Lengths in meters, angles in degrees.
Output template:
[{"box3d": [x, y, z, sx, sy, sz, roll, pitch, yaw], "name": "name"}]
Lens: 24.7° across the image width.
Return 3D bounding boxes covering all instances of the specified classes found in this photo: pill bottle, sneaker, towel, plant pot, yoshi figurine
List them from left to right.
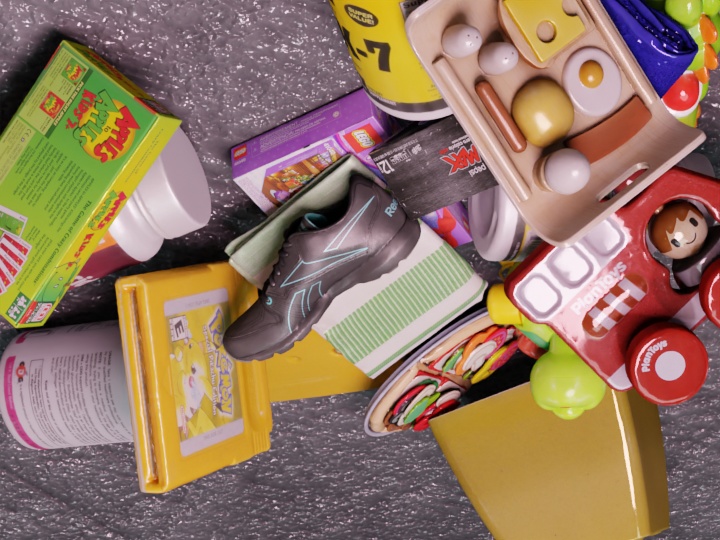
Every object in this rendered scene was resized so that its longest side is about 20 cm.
[{"box3d": [-0.232, -0.047, 1.361, 0.199, 0.114, 0.114, -21, 141, 15], "name": "pill bottle"}, {"box3d": [-0.224, 0.102, 1.518, 0.199, 0.114, 0.113, -7, 146, 25], "name": "pill bottle"}, {"box3d": [-0.046, -0.003, 1.386, 0.200, 0.075, 0.079, -39, 113, 10], "name": "sneaker"}, {"box3d": [0.000, 0.000, 1.444, 0.152, 0.023, 0.200, -36, 123, 20], "name": "towel"}, {"box3d": [0.030, -0.214, 1.203, 0.114, 0.115, 0.200, -15, 141, 8], "name": "pill bottle"}, {"box3d": [0.157, -0.153, 1.289, 0.049, 0.148, 0.200, -32, 164, -40], "name": "towel"}, {"box3d": [0.212, 0.201, 1.662, 0.199, 0.177, 0.200, -23, 168, 16], "name": "plant pot"}, {"box3d": [0.202, -0.063, 1.433, 0.199, 0.112, 0.111, 1, 141, -13], "name": "pill bottle"}, {"box3d": [0.240, -0.188, 1.318, 0.112, 0.113, 0.200, 25, 154, 9], "name": "yoshi figurine"}]

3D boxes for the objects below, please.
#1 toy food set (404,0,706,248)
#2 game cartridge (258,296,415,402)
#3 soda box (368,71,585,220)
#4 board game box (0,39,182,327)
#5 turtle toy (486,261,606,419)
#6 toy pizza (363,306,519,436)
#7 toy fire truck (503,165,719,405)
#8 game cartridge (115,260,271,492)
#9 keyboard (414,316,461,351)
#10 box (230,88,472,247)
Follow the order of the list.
[{"box3d": [0.141, -0.136, 1.165, 0.143, 0.060, 0.200, -37, 103, -14], "name": "toy food set"}, {"box3d": [-0.063, 0.072, 1.587, 0.199, 0.033, 0.176, -8, 149, 19], "name": "game cartridge"}, {"box3d": [0.100, -0.105, 1.293, 0.200, 0.063, 0.071, -21, 106, 51], "name": "soda box"}, {"box3d": [-0.239, -0.066, 1.279, 0.200, 0.101, 0.048, -54, 168, 10], "name": "board game box"}, {"box3d": [0.192, 0.042, 1.498, 0.145, 0.200, 0.101, -1, 133, 15], "name": "turtle toy"}, {"box3d": [0.089, 0.104, 1.612, 0.200, 0.032, 0.200, -33, 160, -14], "name": "toy pizza"}, {"box3d": [0.239, 0.000, 1.357, 0.168, 0.112, 0.200, 43, 98, -14], "name": "toy fire truck"}, {"box3d": [-0.136, 0.084, 1.415, 0.032, 0.177, 0.200, -5, -177, 25], "name": "game cartridge"}, {"box3d": [0.027, 0.055, 1.623, 0.127, 0.021, 0.200, -23, 139, 17], "name": "keyboard"}, {"box3d": [-0.005, -0.066, 1.446, 0.136, 0.039, 0.200, -22, 140, 18], "name": "box"}]
